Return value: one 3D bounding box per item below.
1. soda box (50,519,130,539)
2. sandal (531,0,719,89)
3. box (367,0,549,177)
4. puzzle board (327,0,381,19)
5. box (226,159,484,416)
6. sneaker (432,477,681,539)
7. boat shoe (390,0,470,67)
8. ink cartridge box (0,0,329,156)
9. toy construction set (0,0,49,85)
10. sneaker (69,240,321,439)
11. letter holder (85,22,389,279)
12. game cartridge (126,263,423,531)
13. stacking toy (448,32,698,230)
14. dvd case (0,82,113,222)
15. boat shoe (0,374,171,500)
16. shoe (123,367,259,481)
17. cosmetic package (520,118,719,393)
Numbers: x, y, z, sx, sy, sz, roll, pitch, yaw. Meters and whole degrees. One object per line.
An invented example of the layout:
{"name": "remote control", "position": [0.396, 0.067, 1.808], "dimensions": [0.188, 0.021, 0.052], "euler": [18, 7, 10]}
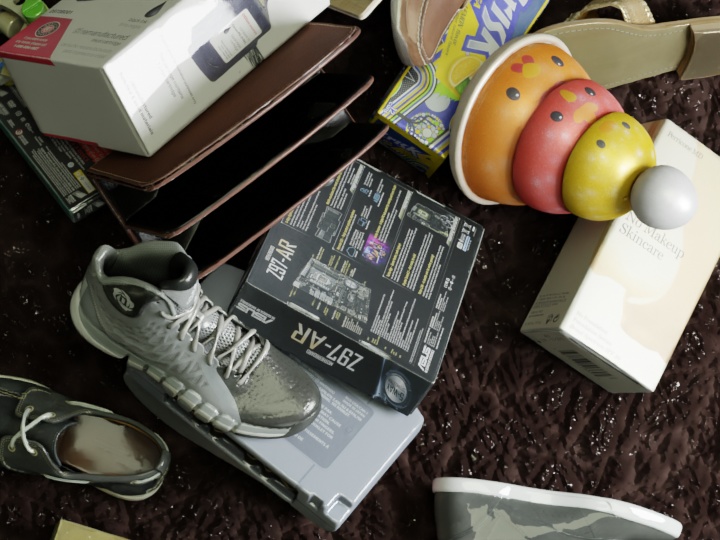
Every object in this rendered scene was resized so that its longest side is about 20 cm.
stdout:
{"name": "soda box", "position": [-0.143, 0.249, 1.548], "dimensions": [0.200, 0.064, 0.068], "euler": [19, 76, -8]}
{"name": "sandal", "position": [0.219, -0.200, 1.720], "dimensions": [0.211, 0.078, 0.070], "euler": [-4, 49, -19]}
{"name": "box", "position": [0.086, -0.180, 1.678], "dimensions": [0.070, 0.064, 0.200], "euler": [34, 74, -4]}
{"name": "puzzle board", "position": [-0.017, -0.276, 1.633], "dimensions": [0.151, 0.200, 0.017], "euler": [-50, 136, -15]}
{"name": "box", "position": [0.000, 0.000, 1.580], "dimensions": [0.160, 0.044, 0.200], "euler": [28, 39, -6]}
{"name": "sneaker", "position": [0.150, 0.223, 1.615], "dimensions": [0.200, 0.071, 0.099], "euler": [8, 80, -4]}
{"name": "boat shoe", "position": [0.076, -0.250, 1.625], "dimensions": [0.072, 0.076, 0.200], "euler": [9, 68, 21]}
{"name": "ink cartridge box", "position": [-0.144, -0.182, 1.529], "dimensions": [0.200, 0.145, 0.084], "euler": [-43, 125, -27]}
{"name": "toy construction set", "position": [-0.231, -0.235, 1.606], "dimensions": [0.200, 0.092, 0.131], "euler": [-38, 64, -23]}
{"name": "sneaker", "position": [-0.113, 0.043, 1.462], "dimensions": [0.200, 0.116, 0.075], "euler": [26, 56, 1]}
{"name": "letter holder", "position": [-0.076, -0.086, 1.505], "dimensions": [0.200, 0.142, 0.101], "euler": [-39, 111, -17]}
{"name": "game cartridge", "position": [-0.059, 0.089, 1.541], "dimensions": [0.200, 0.040, 0.133], "euler": [38, 60, 8]}
{"name": "stacking toy", "position": [0.182, -0.088, 1.599], "dimensions": [0.200, 0.146, 0.146], "euler": [29, 71, 35]}
{"name": "dvd case", "position": [-0.175, -0.136, 1.603], "dimensions": [0.200, 0.022, 0.146], "euler": [-33, 59, -15]}
{"name": "boat shoe", "position": [-0.239, 0.120, 1.552], "dimensions": [0.200, 0.068, 0.072], "euler": [17, 78, -7]}
{"name": "shoe", "position": [-0.080, 0.103, 1.590], "dimensions": [0.200, 0.071, 0.091], "euler": [34, 70, -7]}
{"name": "cosmetic package", "position": [0.225, -0.011, 1.661], "dimensions": [0.105, 0.071, 0.200], "euler": [32, 75, -18]}
